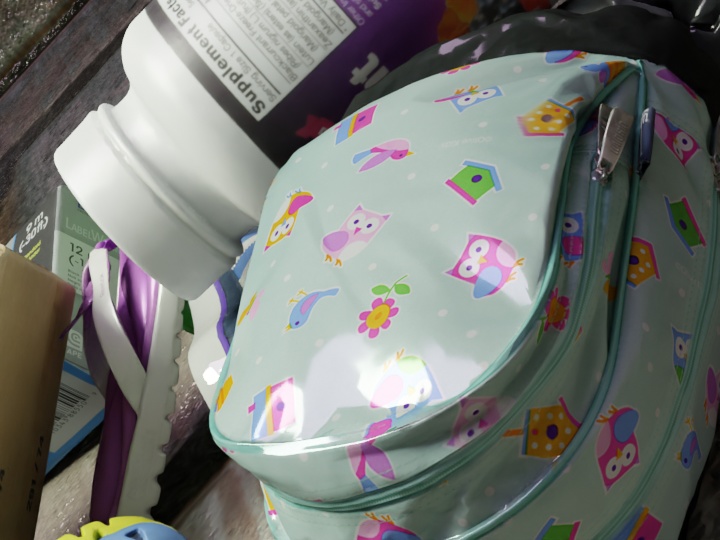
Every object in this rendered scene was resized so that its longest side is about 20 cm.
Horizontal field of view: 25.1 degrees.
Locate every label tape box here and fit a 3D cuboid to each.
[{"bbox_3d":[-0.202,0.025,0.999,0.143,0.066,0.201,-42,38,31],"label":"label tape box"}]

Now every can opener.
[{"bbox_3d":[0.107,-0.097,0.673,0.064,0.078,0.200,-60,10,1],"label":"can opener"}]

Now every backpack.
[{"bbox_3d":[0.035,0.018,0.491,0.166,0.127,0.201,-23,36,34],"label":"backpack"}]

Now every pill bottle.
[{"bbox_3d":[-0.023,-0.086,0.639,0.200,0.111,0.112,-43,19,6],"label":"pill bottle"}]

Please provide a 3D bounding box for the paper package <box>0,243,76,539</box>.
[{"bbox_3d":[-0.205,0.089,0.723,0.191,0.102,0.203,96,-179,-83],"label":"paper package"}]

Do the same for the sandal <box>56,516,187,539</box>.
[{"bbox_3d":[-0.121,0.182,0.624,0.086,0.080,0.200,17,53,30],"label":"sandal"}]

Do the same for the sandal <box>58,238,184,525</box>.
[{"bbox_3d":[-0.118,0.038,0.775,0.082,0.049,0.205,152,123,-61],"label":"sandal"}]

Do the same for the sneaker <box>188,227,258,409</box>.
[{"bbox_3d":[0.000,0.000,0.711,0.146,0.081,0.200,-33,15,6],"label":"sneaker"}]

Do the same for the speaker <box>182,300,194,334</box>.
[{"bbox_3d":[-0.085,-0.032,0.927,0.088,0.088,0.200,-44,19,9],"label":"speaker"}]
